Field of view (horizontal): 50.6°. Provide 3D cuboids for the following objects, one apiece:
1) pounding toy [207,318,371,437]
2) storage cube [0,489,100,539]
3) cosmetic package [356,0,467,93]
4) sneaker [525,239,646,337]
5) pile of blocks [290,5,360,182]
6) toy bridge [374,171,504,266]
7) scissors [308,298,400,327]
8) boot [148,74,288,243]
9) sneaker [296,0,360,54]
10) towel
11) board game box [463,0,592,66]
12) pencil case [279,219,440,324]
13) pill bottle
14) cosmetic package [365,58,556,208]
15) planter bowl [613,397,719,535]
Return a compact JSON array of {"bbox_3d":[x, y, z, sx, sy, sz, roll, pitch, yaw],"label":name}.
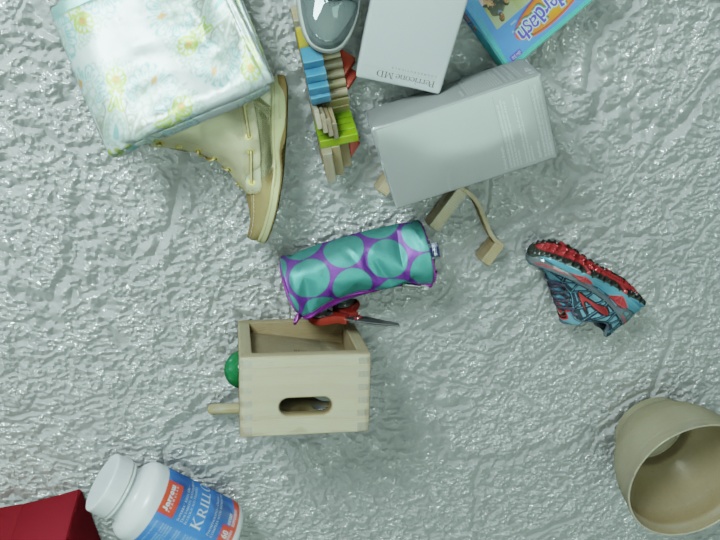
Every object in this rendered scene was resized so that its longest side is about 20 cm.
[{"bbox_3d":[-0.101,0.148,0.984,0.199,0.184,0.143,-1,102,-9],"label":"pounding toy"},{"bbox_3d":[-0.456,0.442,1.044,0.170,0.180,0.201,-12,117,-4],"label":"storage cube"},{"bbox_3d":[0.063,-0.300,0.810,0.101,0.071,0.200,10,135,-4],"label":"cosmetic package"},{"bbox_3d":[0.297,0.033,1.043,0.200,0.079,0.096,28,109,-20],"label":"sneaker"},{"bbox_3d":[-0.029,-0.205,0.875,0.062,0.082,0.201,-13,115,-3],"label":"pile of blocks"},{"bbox_3d":[0.111,-0.084,0.985,0.200,0.027,0.067,33,104,-21],"label":"toy bridge"},{"bbox_3d":[-0.014,0.063,0.944,0.073,0.200,0.014,-17,103,-15],"label":"scissors"},{"bbox_3d":[-0.167,-0.132,0.889,0.155,0.073,0.201,2,112,-11],"label":"boot"},{"bbox_3d":[-0.021,-0.329,0.771,0.083,0.121,0.201,6,96,-5],"label":"sneaker"},{"bbox_3d":[-0.208,-0.236,0.810,0.199,0.048,0.172,-23,86,1],"label":"towel"},{"bbox_3d":[0.166,-0.353,0.861,0.152,0.045,0.200,-39,114,9],"label":"board game box"},{"bbox_3d":[0.000,0.000,0.971,0.199,0.085,0.093,-15,77,-1],"label":"pencil case"},{"bbox_3d":[-0.274,0.338,1.065,0.200,0.112,0.112,34,105,-23],"label":"pill bottle"},{"bbox_3d":[0.115,-0.159,0.883,0.199,0.090,0.107,-15,118,6],"label":"cosmetic package"},{"bbox_3d":[0.469,0.278,1.153,0.199,0.135,0.201,-4,114,-8],"label":"planter bowl"}]
